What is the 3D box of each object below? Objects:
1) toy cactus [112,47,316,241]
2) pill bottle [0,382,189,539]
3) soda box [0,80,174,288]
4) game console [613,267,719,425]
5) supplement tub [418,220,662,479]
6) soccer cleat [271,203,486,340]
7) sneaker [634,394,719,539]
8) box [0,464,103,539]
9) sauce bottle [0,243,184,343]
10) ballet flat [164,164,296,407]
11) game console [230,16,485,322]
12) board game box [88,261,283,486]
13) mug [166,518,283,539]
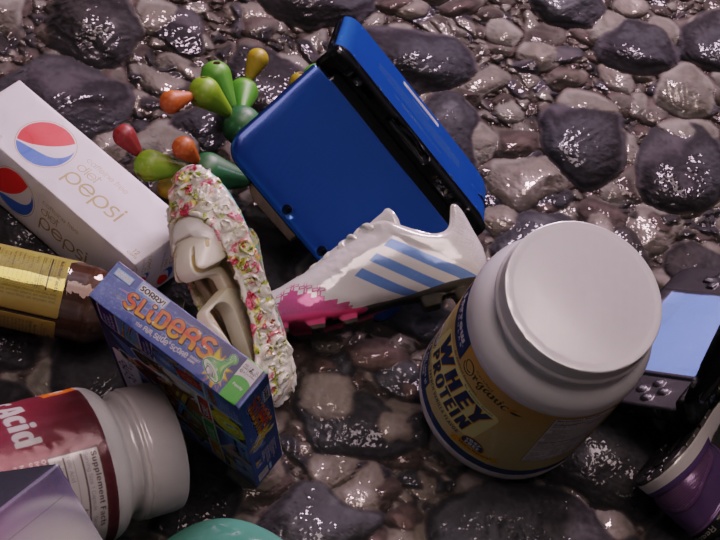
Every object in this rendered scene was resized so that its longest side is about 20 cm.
[{"bbox_3d":[-0.095,-0.097,1.749,0.200,0.102,0.165,-27,82,-36],"label":"toy cactus"},{"bbox_3d":[-0.230,0.147,1.472,0.200,0.114,0.114,-13,56,-26],"label":"pill bottle"},{"bbox_3d":[-0.233,-0.061,1.678,0.200,0.064,0.068,39,51,17],"label":"soda box"},{"bbox_3d":[0.278,0.021,1.683,0.176,0.117,0.200,7,36,40],"label":"game console"},{"bbox_3d":[0.136,0.061,1.585,0.144,0.200,0.145,7,62,-13],"label":"supplement tub"},{"bbox_3d":[0.000,0.000,1.666,0.200,0.070,0.087,-12,81,-6],"label":"soccer cleat"},{"bbox_3d":[0.301,0.145,1.681,0.088,0.076,0.200,49,52,-1],"label":"sneaker"},{"bbox_3d":[-0.239,0.259,1.312,0.200,0.123,0.199,-39,106,-37],"label":"box"},{"bbox_3d":[-0.236,0.021,1.607,0.200,0.065,0.065,14,49,-5],"label":"sauce bottle"},{"bbox_3d":[-0.106,0.014,1.601,0.064,0.076,0.200,-21,87,-51],"label":"ballet flat"},{"bbox_3d":[0.002,-0.087,1.744,0.200,0.118,0.171,51,17,-14],"label":"game console"},{"bbox_3d":[-0.123,0.079,1.507,0.135,0.200,0.034,36,74,13],"label":"board game box"},{"bbox_3d":[-0.099,0.235,1.414,0.185,0.152,0.114,41,49,18],"label":"mug"}]
